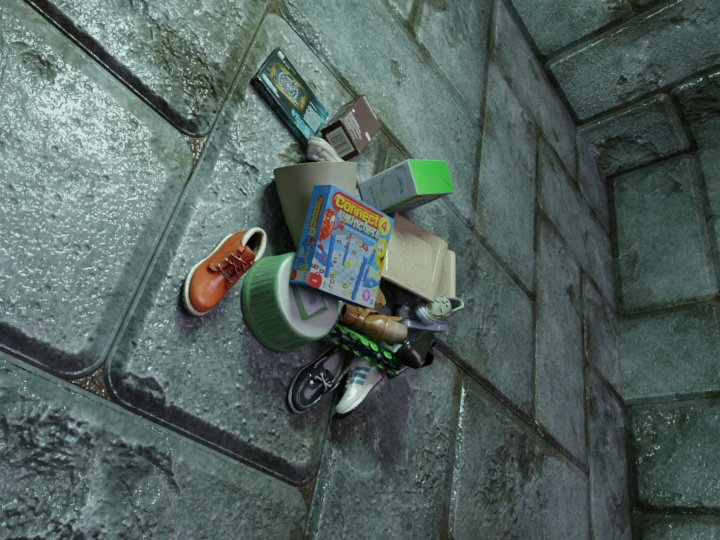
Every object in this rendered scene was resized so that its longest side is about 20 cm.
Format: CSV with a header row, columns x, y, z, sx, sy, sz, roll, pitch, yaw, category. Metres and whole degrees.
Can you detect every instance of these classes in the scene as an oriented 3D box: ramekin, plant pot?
x,y,z,sx,sy,sz,roll,pitch,yaw,category
-0.135,0.059,1.143,0.198,0.096,0.204,22,60,-45,ramekin
-0.092,-0.123,1.224,0.186,0.184,0.205,-9,97,-52,plant pot

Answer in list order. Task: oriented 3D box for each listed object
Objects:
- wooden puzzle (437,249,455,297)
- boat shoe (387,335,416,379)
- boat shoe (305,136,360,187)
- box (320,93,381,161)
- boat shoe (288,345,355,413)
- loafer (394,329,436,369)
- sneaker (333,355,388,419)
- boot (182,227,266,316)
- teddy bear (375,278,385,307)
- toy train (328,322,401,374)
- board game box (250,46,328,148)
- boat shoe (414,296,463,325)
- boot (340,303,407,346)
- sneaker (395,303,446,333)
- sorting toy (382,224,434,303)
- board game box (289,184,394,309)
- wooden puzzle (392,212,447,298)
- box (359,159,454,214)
x,y,z,sx,sy,sz,roll,pitch,yaw,category
0.201,-0.005,1.634,0.198,0.046,0.189,27,57,-38,wooden puzzle
0.123,0.211,1.416,0.198,0.073,0.061,-21,89,-50,boat shoe
-0.071,-0.245,1.367,0.200,0.071,0.066,40,71,-51,boat shoe
-0.020,-0.367,1.449,0.101,0.074,0.201,57,32,-21,box
-0.077,0.224,1.184,0.199,0.060,0.075,-38,106,-51,boat shoe
0.136,0.192,1.295,0.072,0.073,0.199,49,20,13,loafer
-0.014,0.245,1.266,0.093,0.071,0.199,44,49,6,sneaker
-0.245,-0.005,1.026,0.075,0.106,0.202,51,44,-27,boot
0.000,0.000,1.374,0.144,0.066,0.204,-11,79,-61,teddy bear
0.011,0.168,1.237,0.198,0.042,0.057,32,15,-26,toy train
-0.164,-0.410,1.339,0.201,0.028,0.137,49,44,-29,board game box
0.210,0.097,1.494,0.199,0.062,0.073,-2,56,-57,boat shoe
0.023,0.121,1.327,0.152,0.200,0.075,19,82,-4,boot
0.168,0.130,1.516,0.198,0.072,0.072,16,67,-48,sneaker
0.115,-0.025,1.451,0.183,0.036,0.203,26,46,-31,sorting toy
-0.032,-0.043,1.139,0.198,0.055,0.200,22,78,-44,board game box
0.147,-0.039,1.545,0.198,0.037,0.188,30,58,-19,wooden puzzle
0.123,-0.224,1.508,0.198,0.174,0.099,-13,85,-52,box
